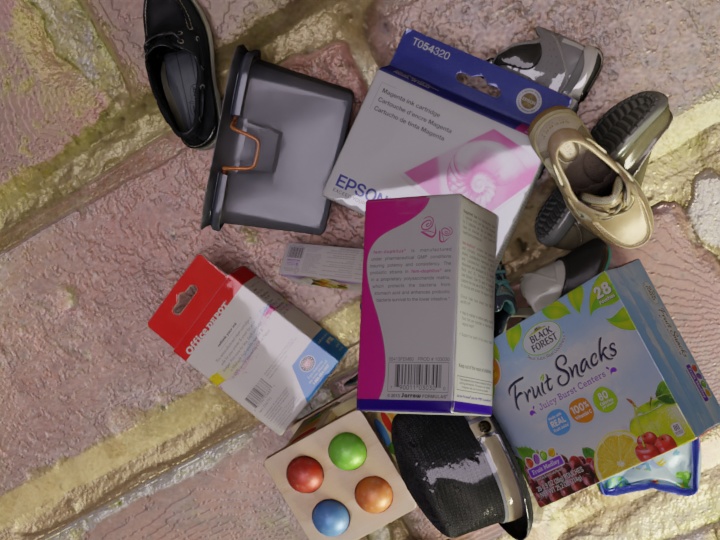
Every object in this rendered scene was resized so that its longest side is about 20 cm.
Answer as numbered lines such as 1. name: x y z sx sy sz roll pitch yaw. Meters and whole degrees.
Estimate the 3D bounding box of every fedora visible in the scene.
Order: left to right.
1. fedora: 0.091 0.197 1.192 0.091 0.201 0.201 -24 95 -12

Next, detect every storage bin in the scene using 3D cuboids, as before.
1. storage bin: -0.087 -0.131 1.266 0.134 0.146 0.201 11 102 -2

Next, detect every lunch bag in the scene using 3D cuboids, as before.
1. lunch bag: 0.286 0.114 1.217 0.127 0.170 0.201 -1 100 7

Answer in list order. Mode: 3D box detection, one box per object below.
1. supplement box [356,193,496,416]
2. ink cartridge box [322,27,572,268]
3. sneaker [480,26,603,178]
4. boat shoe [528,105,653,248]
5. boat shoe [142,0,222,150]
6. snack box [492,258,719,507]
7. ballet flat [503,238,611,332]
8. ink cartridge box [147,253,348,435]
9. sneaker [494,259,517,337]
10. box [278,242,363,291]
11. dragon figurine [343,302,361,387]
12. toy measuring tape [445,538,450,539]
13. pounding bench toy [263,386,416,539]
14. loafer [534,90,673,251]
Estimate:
1. supplement box: 0.065 0.036 1.112 0.101 0.103 0.201 -1 82 28
2. ink cartridge box: 0.088 -0.126 1.203 0.196 0.043 0.200 25 95 11
3. sneaker: 0.164 -0.168 1.247 0.115 0.075 0.200 30 93 9
4. boat shoe: 0.238 -0.079 1.163 0.072 0.065 0.200 -36 126 12
5. boat shoe: -0.206 -0.231 1.287 0.074 0.066 0.200 -12 87 21
6. snack box: 0.215 0.109 1.103 0.200 0.068 0.169 -36 75 42
7. ballet flat: 0.194 0.046 1.249 0.068 0.068 0.200 16 119 -16
8. ink cartridge box: -0.129 0.078 1.338 0.200 0.067 0.116 39 103 2
9. sneaker: 0.134 0.016 1.246 0.086 0.077 0.201 1 86 52
10. box: 0.000 0.000 1.266 0.200 0.039 0.042 5 74 37
11. dragon figurine: 0.036 0.035 1.304 0.200 0.059 0.099 -42 88 10
12. toy measuring tape: 0.042 0.375 1.359 0.200 0.074 0.074 -43 90 14
13. pounding bench toy: 0.019 0.198 1.286 0.200 0.156 0.124 -31 93 13
14. loafer: 0.266 -0.101 1.242 0.070 0.075 0.200 28 111 -22
